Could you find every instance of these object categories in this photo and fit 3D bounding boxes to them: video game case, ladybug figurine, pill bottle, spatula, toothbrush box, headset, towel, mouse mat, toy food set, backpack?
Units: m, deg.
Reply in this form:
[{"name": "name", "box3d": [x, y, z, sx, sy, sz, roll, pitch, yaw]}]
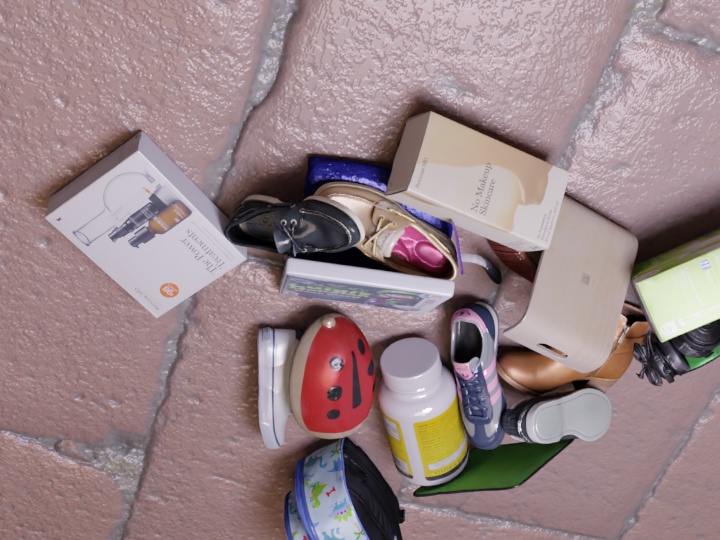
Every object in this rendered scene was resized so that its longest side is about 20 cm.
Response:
[{"name": "video game case", "box3d": [0.001, 0.022, 1.332, 0.199, 0.182, 0.023, 8, 80, -6]}, {"name": "ladybug figurine", "box3d": [-0.031, 0.148, 1.442, 0.136, 0.072, 0.201, -34, 134, -32]}, {"name": "pill bottle", "box3d": [0.084, 0.194, 1.497, 0.111, 0.111, 0.201, -12, 127, 2]}, {"name": "spatula", "box3d": [0.146, -0.011, 1.351, 0.020, 0.057, 0.200, -15, 161, 23]}, {"name": "toothbrush box", "box3d": [0.451, 0.004, 1.370, 0.199, 0.146, 0.086, -23, 93, 12]}, {"name": "headset", "box3d": [0.444, 0.114, 1.469, 0.199, 0.094, 0.124, 2, 141, -36]}, {"name": "towel", "box3d": [0.019, -0.061, 1.342, 0.199, 0.050, 0.148, 8, 110, -12]}, {"name": "mouse mat", "box3d": [0.186, 0.276, 1.511, 0.200, 0.161, 0.008, -15, 98, 45]}, {"name": "toy food set", "box3d": [0.262, 0.012, 1.355, 0.143, 0.201, 0.060, 26, 163, -27]}, {"name": "backpack", "box3d": [-0.029, 0.360, 1.561, 0.147, 0.183, 0.200, -23, 120, 9]}]

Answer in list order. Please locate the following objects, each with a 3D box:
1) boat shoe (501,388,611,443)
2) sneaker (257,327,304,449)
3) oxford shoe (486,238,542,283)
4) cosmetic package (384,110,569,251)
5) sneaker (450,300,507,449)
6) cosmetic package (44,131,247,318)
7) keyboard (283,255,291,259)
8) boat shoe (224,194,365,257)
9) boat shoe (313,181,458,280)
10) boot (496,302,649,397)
[{"name": "boat shoe", "box3d": [0.271, 0.197, 1.470, 0.060, 0.076, 0.200, -2, 173, 44]}, {"name": "sneaker", "box3d": [-0.105, 0.166, 1.478, 0.070, 0.073, 0.201, 0, 126, -3]}, {"name": "oxford shoe", "box3d": [0.233, -0.021, 1.400, 0.200, 0.071, 0.074, 44, 80, -26]}, {"name": "cosmetic package", "box3d": [0.140, -0.103, 1.285, 0.199, 0.071, 0.106, 19, 81, -21]}, {"name": "sneaker", "box3d": [0.148, 0.144, 1.433, 0.070, 0.082, 0.201, -6, 91, 30]}, {"name": "cosmetic package", "box3d": [-0.258, -0.051, 1.317, 0.151, 0.052, 0.200, -31, 123, 19]}, {"name": "keyboard", "box3d": [0.000, 0.000, 1.408, 0.199, 0.011, 0.056, 22, 120, -21]}, {"name": "boat shoe", "box3d": [-0.085, -0.046, 1.261, 0.199, 0.066, 0.075, 14, 133, 38]}, {"name": "boat shoe", "box3d": [0.035, -0.043, 1.287, 0.199, 0.069, 0.074, 23, 107, -17]}, {"name": "boot", "box3d": [0.291, 0.100, 1.480, 0.199, 0.074, 0.155, 9, 126, -27]}]
